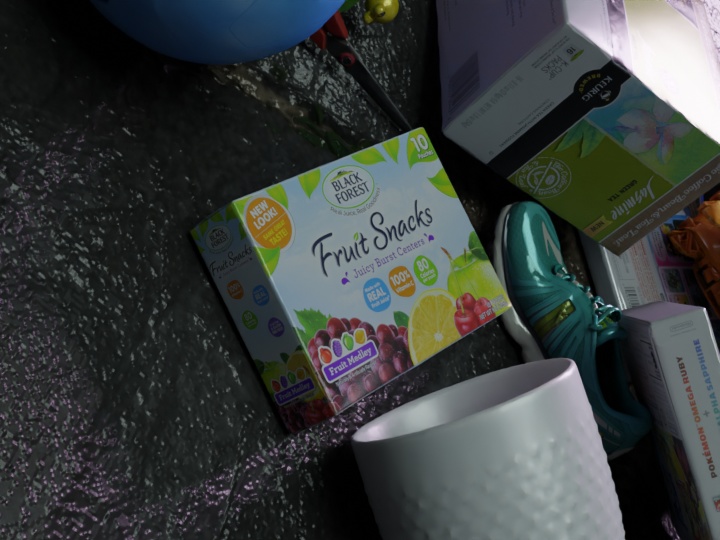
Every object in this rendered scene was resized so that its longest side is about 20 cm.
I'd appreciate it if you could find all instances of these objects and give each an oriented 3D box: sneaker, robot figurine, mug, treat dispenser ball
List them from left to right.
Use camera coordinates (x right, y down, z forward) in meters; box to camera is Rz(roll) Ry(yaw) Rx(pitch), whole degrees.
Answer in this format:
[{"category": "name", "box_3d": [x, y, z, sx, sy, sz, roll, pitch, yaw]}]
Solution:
[{"category": "treat dispenser ball", "box_3d": [-0.086, -0.226, 0.826, 0.199, 0.200, 0.203, 21, 56, -36]}, {"category": "mug", "box_3d": [0.094, 0.159, 0.868, 0.200, 0.146, 0.178, -28, 99, -77]}, {"category": "sneaker", "box_3d": [0.159, 0.039, 1.021, 0.077, 0.079, 0.202, -12, 78, -46]}, {"category": "robot figurine", "box_3d": [0.335, 0.031, 1.131, 0.058, 0.145, 0.202, -26, 79, -16]}]

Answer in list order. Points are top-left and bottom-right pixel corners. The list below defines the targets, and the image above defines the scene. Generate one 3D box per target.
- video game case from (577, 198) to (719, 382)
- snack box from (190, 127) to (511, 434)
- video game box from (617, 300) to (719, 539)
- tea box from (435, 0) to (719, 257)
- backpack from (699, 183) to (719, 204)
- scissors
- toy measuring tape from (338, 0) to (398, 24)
[{"category": "video game case", "box_3d": [0.253, -0.008, 1.179, 0.181, 0.024, 0.203, 0, 69, -45]}, {"category": "snack box", "box_3d": [0.000, 0.000, 0.905, 0.199, 0.053, 0.144, -27, 88, -48]}, {"category": "video game box", "box_3d": [0.234, 0.116, 0.985, 0.200, 0.046, 0.185, -10, 86, -86]}, {"category": "tea box", "box_3d": [0.170, -0.157, 1.060, 0.196, 0.133, 0.202, 31, 39, -26]}, {"category": "backpack", "box_3d": [0.393, -0.079, 1.234, 0.199, 0.182, 0.135, 39, 22, -19]}, {"category": "scissors", "box_3d": [-0.021, -0.159, 0.984, 0.014, 0.072, 0.201, -83, 153, -47]}, {"category": "toy measuring tape", "box_3d": [-0.046, -0.245, 0.972, 0.200, 0.073, 0.074, 45, 45, -19]}]
